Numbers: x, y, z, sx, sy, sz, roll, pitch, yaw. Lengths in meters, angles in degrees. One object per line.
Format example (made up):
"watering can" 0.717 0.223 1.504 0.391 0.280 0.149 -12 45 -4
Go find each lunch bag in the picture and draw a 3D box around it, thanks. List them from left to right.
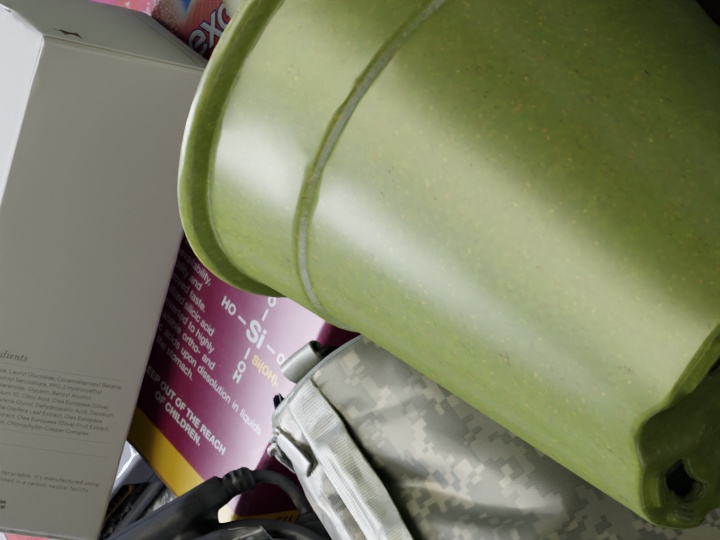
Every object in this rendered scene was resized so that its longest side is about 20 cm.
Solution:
"lunch bag" 0.074 0.103 1.107 0.139 0.168 0.200 -52 57 33

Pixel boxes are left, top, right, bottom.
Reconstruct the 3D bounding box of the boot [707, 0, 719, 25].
"boot" 0.208 -0.084 1.038 0.200 0.072 0.144 -33 69 50

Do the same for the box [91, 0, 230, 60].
"box" -0.025 -0.129 1.246 0.200 0.100 0.096 -41 62 39

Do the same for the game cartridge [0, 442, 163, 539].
"game cartridge" -0.162 0.088 1.440 0.200 0.041 0.133 -51 54 33

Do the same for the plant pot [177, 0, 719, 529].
"plant pot" 0.076 -0.018 0.993 0.190 0.200 0.200 42 120 30

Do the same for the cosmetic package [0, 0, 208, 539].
"cosmetic package" -0.131 -0.006 1.199 0.108 0.085 0.200 43 118 61

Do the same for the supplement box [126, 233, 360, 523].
"supplement box" 0.000 0.000 1.206 0.103 0.131 0.200 45 123 35

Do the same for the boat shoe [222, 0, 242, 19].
"boat shoe" -0.040 -0.159 1.151 0.074 0.063 0.201 86 164 -49

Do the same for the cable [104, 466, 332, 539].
"cable" -0.076 0.180 1.139 0.200 0.051 0.163 -31 72 2

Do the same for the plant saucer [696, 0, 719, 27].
"plant saucer" 0.147 -0.044 1.046 0.200 0.029 0.200 35 131 53
